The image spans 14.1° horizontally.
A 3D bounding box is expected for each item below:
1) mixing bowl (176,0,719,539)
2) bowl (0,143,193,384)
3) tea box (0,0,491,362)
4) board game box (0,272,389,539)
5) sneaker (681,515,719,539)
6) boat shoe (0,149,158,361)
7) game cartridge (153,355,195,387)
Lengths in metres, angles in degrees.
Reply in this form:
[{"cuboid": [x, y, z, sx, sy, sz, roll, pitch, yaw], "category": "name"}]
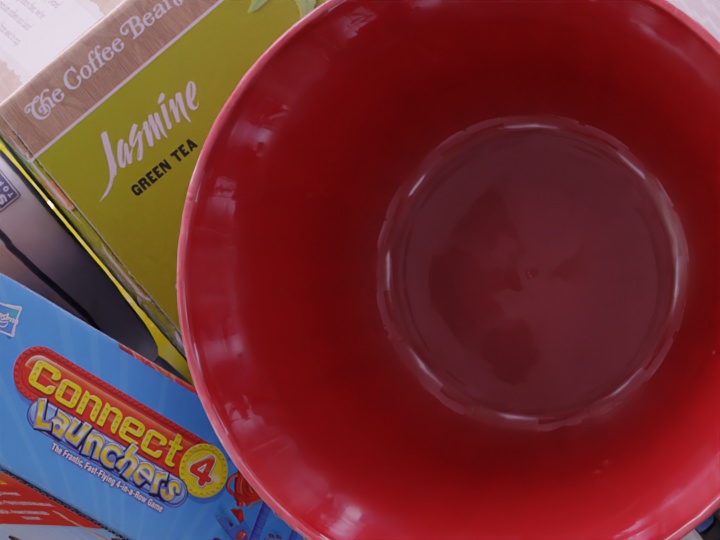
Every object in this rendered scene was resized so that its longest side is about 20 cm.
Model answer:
[{"cuboid": [0.049, 0.000, 0.945, 0.108, 0.199, 0.201, -7, -95, -79], "category": "mixing bowl"}, {"cuboid": [-0.065, -0.031, 1.358, 0.108, 0.200, 0.200, -45, 44, 18], "category": "bowl"}, {"cuboid": [-0.048, -0.049, 1.085, 0.197, 0.134, 0.200, 52, 175, -22], "category": "tea box"}, {"cuboid": [-0.093, 0.076, 1.021, 0.200, 0.196, 0.056, -8, 53, 63], "category": "board game box"}, {"cuboid": [0.069, 0.124, 1.078, 0.076, 0.077, 0.200, 49, 160, 10], "category": "sneaker"}, {"cuboid": [-0.133, 0.007, 1.090, 0.074, 0.065, 0.200, 48, 175, 24], "category": "boat shoe"}, {"cuboid": [-0.096, 0.066, 1.267, 0.133, 0.041, 0.200, 40, 170, -27], "category": "game cartridge"}]
